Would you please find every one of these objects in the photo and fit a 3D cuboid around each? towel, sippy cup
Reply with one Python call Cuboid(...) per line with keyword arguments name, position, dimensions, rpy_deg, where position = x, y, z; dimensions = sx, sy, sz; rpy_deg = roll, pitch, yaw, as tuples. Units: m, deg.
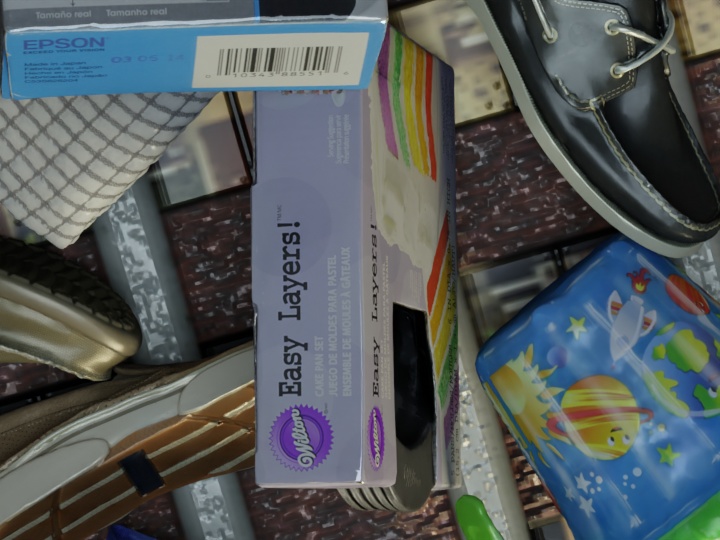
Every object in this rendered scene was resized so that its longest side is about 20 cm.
Cuboid(name="towel", position=(-0.146, -0.128, 1.201), dimensions=(0.200, 0.086, 0.165), rpy_deg=(44, 138, -6))
Cuboid(name="sippy cup", position=(0.124, 0.059, 1.261), dimensions=(0.130, 0.178, 0.140), rpy_deg=(49, 125, 1))

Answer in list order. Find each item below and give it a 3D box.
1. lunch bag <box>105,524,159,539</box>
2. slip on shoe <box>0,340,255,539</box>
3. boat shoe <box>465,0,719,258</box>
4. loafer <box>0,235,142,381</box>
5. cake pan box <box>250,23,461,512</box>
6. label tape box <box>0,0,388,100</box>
Cuboid(name="lunch bag", position=(-0.048, 0.235, 1.294), dimensions=(0.199, 0.124, 0.171), rpy_deg=(22, 101, -20))
Cuboid(name="slip on shoe", position=(-0.092, 0.065, 1.286), dimensions=(0.199, 0.076, 0.061), rpy_deg=(-28, 57, -4))
Cuboid(name="boat shoe", position=(0.103, -0.098, 1.231), dimensions=(0.067, 0.072, 0.201), rpy_deg=(-29, 91, 44))
Cuboid(name="loafer", position=(-0.195, 0.015, 1.270), dimensions=(0.199, 0.076, 0.068), rpy_deg=(18, 101, 5))
Cuboid(name="cake pan box", position=(0.000, 0.000, 1.186), dimensions=(0.052, 0.184, 0.202), rpy_deg=(-2, 84, 16))
Cuboid(name="label tape box", position=(-0.071, -0.170, 1.089), dimensions=(0.143, 0.063, 0.201), rpy_deg=(-2, 69, -7))
